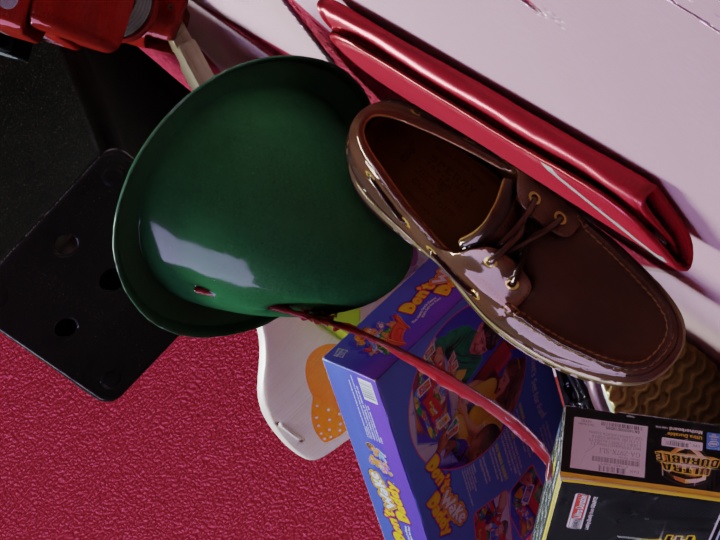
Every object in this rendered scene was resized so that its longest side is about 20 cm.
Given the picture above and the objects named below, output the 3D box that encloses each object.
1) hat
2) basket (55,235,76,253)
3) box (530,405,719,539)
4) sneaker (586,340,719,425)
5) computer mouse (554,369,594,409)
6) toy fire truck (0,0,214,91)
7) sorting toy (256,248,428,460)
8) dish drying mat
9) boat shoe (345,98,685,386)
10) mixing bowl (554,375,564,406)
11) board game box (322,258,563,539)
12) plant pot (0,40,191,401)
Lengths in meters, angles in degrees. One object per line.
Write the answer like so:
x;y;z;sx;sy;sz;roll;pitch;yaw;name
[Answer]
0.000;0.000;1.232;0.199;0.166;0.176;-1;-152;-42;hat
-0.262;-0.117;1.657;0.198;0.200;0.161;39;-174;-39;basket
0.178;0.147;1.331;0.159;0.050;0.200;6;150;0;box
0.184;0.092;1.384;0.200;0.075;0.090;40;169;-30;sneaker
0.152;0.081;1.474;0.200;0.052;0.139;33;-139;-84;computer mouse
-0.142;-0.139;1.367;0.199;0.129;0.176;16;179;4;toy fire truck
-0.038;-0.022;1.484;0.180;0.107;0.201;46;-148;-33;sorting toy
0.063;-0.062;1.080;0.200;0.018;0.077;33;175;33;dish drying mat
0.071;-0.013;1.178;0.200;0.072;0.068;38;178;13;boat shoe
0.178;0.135;1.646;0.200;0.109;0.200;35;176;3;mixing bowl
0.061;0.093;1.464;0.045;0.134;0.201;21;141;40;board game box
-0.185;-0.038;1.527;0.200;0.200;0.178;40;-173;-38;plant pot
